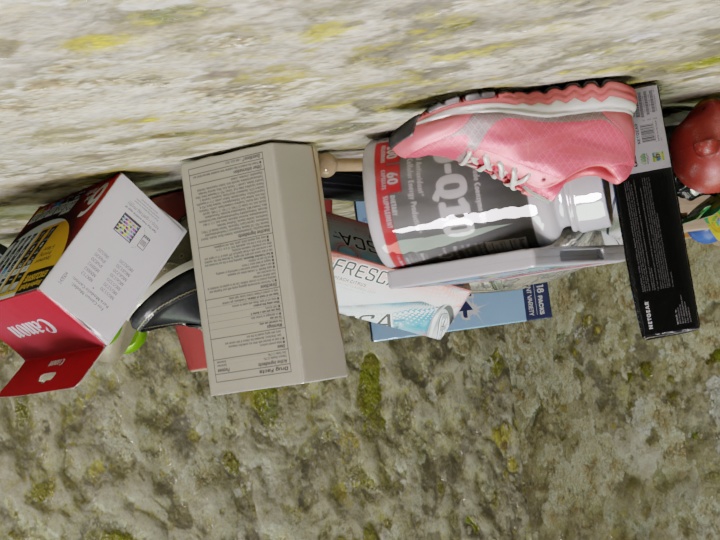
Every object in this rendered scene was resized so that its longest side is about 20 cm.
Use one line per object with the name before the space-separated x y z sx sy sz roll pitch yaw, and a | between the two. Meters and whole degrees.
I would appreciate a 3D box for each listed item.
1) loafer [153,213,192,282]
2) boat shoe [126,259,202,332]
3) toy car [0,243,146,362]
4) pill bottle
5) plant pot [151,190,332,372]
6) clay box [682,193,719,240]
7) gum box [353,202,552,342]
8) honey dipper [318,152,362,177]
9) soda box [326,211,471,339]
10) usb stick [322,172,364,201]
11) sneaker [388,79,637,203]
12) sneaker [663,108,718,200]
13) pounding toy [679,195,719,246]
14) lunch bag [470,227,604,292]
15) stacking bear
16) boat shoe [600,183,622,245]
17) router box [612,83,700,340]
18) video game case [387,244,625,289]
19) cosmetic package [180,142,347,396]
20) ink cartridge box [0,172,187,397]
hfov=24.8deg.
loafer | -0.158 -0.018 1.558 0.199 0.068 0.076 -35 -172 20
boat shoe | -0.130 0.026 1.497 0.199 0.068 0.072 -14 153 -50
toy car | -0.326 -0.002 1.795 0.198 0.159 0.164 21 176 6
pill bottle | 0.109 -0.071 1.395 0.198 0.115 0.114 -9 177 12
plant pot | -0.117 0.007 1.675 0.198 0.179 0.200 -7 178 0
clay box | 0.417 -0.092 1.619 0.199 0.048 0.115 -36 -179 -8
gum box | 0.099 -0.019 1.784 0.198 0.172 0.045 -8 178 -2
honey dipper | 0.046 -0.096 1.501 0.198 0.038 0.038 -4 176 -29
soda box | 0.000 0.000 1.521 0.198 0.064 0.069 16 124 -25
usb stick | -0.038 -0.083 1.547 0.055 0.033 0.200 -10 176 26
sneaker | 0.122 -0.093 1.258 0.198 0.088 0.074 -7 176 -6
sneaker | 0.299 -0.107 1.547 0.073 0.081 0.199 -8 176 34
pounding toy | 0.420 -0.075 1.805 0.182 0.144 0.200 -7 177 3
lunch bag | 0.170 -0.050 1.658 0.166 0.141 0.200 -5 177 16
stacking bear | 0.366 -0.109 1.461 0.198 0.115 0.121 -1 175 -23
boat shoe | 0.264 -0.053 1.571 0.065 0.073 0.200 14 167 18
router box | 0.241 -0.045 1.370 0.051 0.202 0.149 -10 177 9
video game case | 0.133 -0.004 1.451 0.142 0.018 0.199 -9 177 31
cosmetic package | -0.082 -0.001 1.389 0.103 0.202 0.073 -9 178 32
ink cartridge box | -0.271 0.018 1.469 0.084 0.176 0.199 42 153 -20
